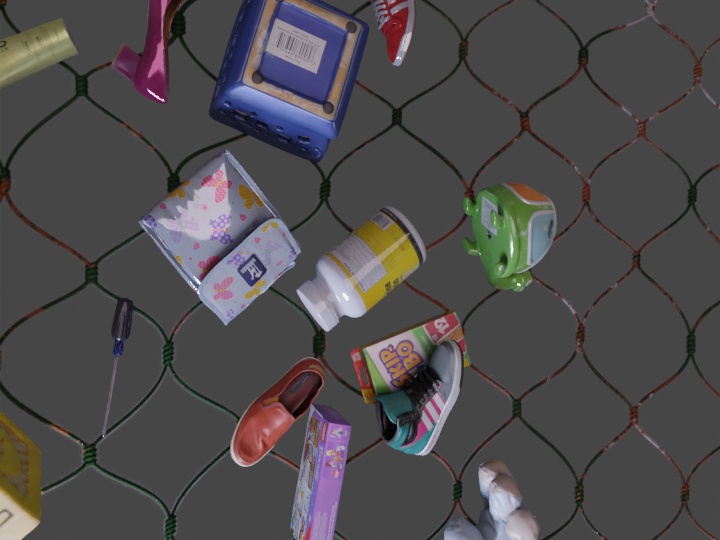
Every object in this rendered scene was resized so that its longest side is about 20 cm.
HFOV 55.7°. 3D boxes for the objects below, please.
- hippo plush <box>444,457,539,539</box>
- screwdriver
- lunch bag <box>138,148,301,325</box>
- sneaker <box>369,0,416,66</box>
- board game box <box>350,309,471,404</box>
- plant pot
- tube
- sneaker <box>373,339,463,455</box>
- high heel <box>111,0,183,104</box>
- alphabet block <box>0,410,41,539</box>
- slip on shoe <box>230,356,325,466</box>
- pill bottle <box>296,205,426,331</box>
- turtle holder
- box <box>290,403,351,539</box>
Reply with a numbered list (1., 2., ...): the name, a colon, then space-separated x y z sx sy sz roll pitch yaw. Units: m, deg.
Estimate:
1. hippo plush: 0.208 0.423 1.143 0.158 0.161 0.201 -31 142 4
2. screwdriver: -0.364 0.143 1.013 0.027 0.029 0.206 9 92 -16
3. lunch bag: -0.199 -0.048 1.006 0.169 0.127 0.202 -39 107 -10
4. sneaker: 0.032 -0.436 1.093 0.109 0.071 0.206 7 81 -20
5. board game box: 0.086 0.146 1.142 0.195 0.030 0.098 -20 96 -12
6. plant pot: -0.102 -0.296 1.001 0.195 0.179 0.205 19 87 -15
7. tube: -0.498 -0.291 0.956 0.196 0.052 0.059 -26 57 -9
8. sneaker: 0.083 0.200 1.088 0.118 0.083 0.205 10 105 -34
9. high heel: -0.276 -0.351 0.999 0.095 0.067 0.203 33 89 -4
10. alphabet block: -0.545 0.275 0.855 0.199 0.195 0.199 -38 119 -11
11. slip on shoe: -0.128 0.220 1.062 0.074 0.061 0.200 46 81 -14
12. pill bottle: 0.000 0.000 1.069 0.199 0.112 0.113 -39 100 -12
13. turtle holder: 0.256 -0.053 1.128 0.128 0.141 0.191 -15 94 -16
14. box: -0.063 0.320 1.043 0.038 0.137 0.206 10 89 -15
